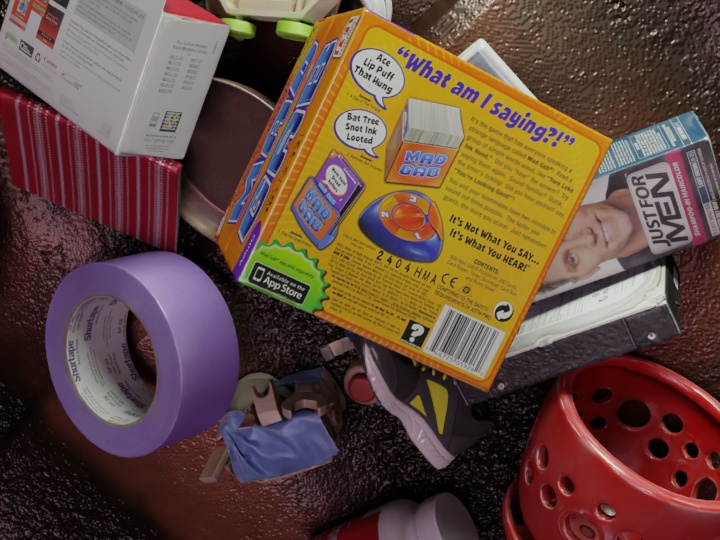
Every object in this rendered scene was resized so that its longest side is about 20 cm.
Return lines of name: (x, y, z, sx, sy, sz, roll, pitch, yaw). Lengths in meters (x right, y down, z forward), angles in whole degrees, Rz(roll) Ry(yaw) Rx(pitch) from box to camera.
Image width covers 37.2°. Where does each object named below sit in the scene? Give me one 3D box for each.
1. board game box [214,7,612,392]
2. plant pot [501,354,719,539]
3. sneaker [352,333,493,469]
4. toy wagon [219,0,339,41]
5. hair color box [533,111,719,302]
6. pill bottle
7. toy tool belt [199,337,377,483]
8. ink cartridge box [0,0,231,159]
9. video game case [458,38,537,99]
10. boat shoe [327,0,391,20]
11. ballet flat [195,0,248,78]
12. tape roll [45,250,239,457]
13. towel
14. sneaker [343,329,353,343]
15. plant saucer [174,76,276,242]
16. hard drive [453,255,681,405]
board game box: (0.027, -0.059, 0.814, 0.200, 0.200, 0.200, 25, 95, -15)
plant pot: (0.236, 0.204, 0.989, 0.200, 0.200, 0.183, 27, 120, 4)
sneaker: (0.062, 0.110, 1.057, 0.085, 0.075, 0.200, -32, 126, 6)
toy wagon: (-0.049, -0.273, 0.905, 0.200, 0.040, 0.155, 13, 95, 36)
hair color box: (0.213, -0.051, 0.935, 0.200, 0.061, 0.100, -20, 119, 14)
pill bottle: (0.023, 0.313, 1.143, 0.200, 0.112, 0.112, -30, 102, 24)
toy tool belt: (-0.067, 0.159, 1.097, 0.200, 0.123, 0.125, -23, 105, 23)
ink cartridge box: (-0.219, -0.221, 0.952, 0.200, 0.084, 0.176, 36, 113, 30)
video game case: (0.104, -0.079, 0.968, 0.182, 0.023, 0.200, -39, 113, 21)
boat shoe: (-0.015, -0.162, 0.969, 0.073, 0.065, 0.200, 6, 114, 13)
ballet flat: (-0.179, -0.188, 1.018, 0.200, 0.057, 0.066, -37, 99, 26)
tape roll: (-0.225, 0.083, 1.093, 0.200, 0.085, 0.200, 8, 104, 35)
towel: (-0.269, -0.100, 1.069, 0.200, 0.023, 0.145, 24, 145, 5)
sneaker: (0.000, 0.000, 1.019, 0.070, 0.078, 0.200, -15, 148, 2)
plant saucer: (-0.118, -0.103, 1.022, 0.200, 0.035, 0.200, 18, 136, 19)
hard drive: (0.188, 0.047, 0.967, 0.200, 0.140, 0.038, -23, 104, 24)
